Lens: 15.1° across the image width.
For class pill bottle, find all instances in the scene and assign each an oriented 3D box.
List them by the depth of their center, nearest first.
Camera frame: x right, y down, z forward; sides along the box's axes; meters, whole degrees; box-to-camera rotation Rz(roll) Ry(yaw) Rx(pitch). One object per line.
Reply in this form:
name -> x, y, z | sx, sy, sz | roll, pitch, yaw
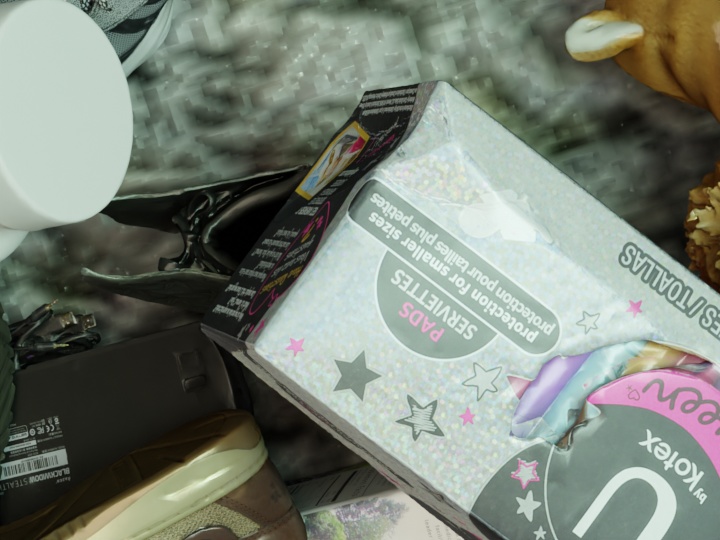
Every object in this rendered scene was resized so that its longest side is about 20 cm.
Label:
pill bottle -> -0.188, -0.048, 1.032 | 0.199, 0.111, 0.112 | -7, 98, 34

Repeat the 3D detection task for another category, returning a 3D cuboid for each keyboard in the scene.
keyboard -> -0.128, 0.065, 1.106 | 0.199, 0.040, 0.105 | -14, 84, 24

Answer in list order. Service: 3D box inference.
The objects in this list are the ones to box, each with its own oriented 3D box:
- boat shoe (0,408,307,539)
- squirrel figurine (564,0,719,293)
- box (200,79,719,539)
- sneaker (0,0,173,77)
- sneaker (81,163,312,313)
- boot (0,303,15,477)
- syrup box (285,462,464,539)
boat shoe -> -0.112, 0.129, 1.018 | 0.199, 0.072, 0.072 | -31, 104, -3
squirrel figurine -> 0.159, -0.054, 0.967 | 0.186, 0.141, 0.201 | 16, 101, 45
box -> 0.060, 0.039, 0.946 | 0.200, 0.132, 0.115 | 36, 85, -10
sneaker -> -0.093, -0.130, 1.035 | 0.200, 0.114, 0.076 | -44, 90, 13
sneaker -> 0.000, -0.003, 1.039 | 0.198, 0.104, 0.060 | -1, 74, 12
boot -> -0.243, 0.076, 1.105 | 0.199, 0.072, 0.183 | 10, 94, 28
syrup box -> -0.005, 0.124, 1.076 | 0.199, 0.081, 0.079 | -15, 95, 11
